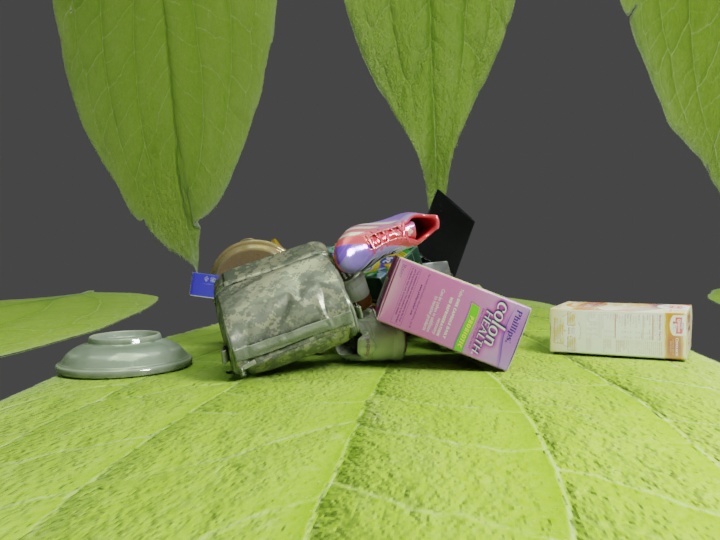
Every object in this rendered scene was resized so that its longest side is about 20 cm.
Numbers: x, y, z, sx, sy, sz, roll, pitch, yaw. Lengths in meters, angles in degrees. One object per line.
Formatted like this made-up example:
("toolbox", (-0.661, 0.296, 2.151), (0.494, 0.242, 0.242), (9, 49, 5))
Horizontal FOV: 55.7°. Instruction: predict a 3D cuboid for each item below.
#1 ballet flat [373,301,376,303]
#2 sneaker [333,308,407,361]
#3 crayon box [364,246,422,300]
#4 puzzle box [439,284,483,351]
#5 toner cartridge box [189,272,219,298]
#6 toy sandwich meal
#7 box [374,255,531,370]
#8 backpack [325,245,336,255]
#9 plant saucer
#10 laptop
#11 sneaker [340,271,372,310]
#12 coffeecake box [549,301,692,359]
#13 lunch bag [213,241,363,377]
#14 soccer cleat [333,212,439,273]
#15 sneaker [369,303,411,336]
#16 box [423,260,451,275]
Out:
("ballet flat", (0.065, 0.054, 1.314), (0.199, 0.057, 0.066), (-9, -14, -18))
("sneaker", (-0.010, 0.100, 1.082), (0.099, 0.076, 0.200), (-1, 2, -27))
("crayon box", (0.000, 0.000, 1.281), (0.199, 0.052, 0.126), (2, 30, 40))
("puzzle box", (0.183, 0.079, 1.222), (0.199, 0.026, 0.133), (-4, 40, -40))
("toner cartridge box", (-0.196, 0.038, 1.221), (0.198, 0.044, 0.095), (8, -4, -2))
("toy sandwich meal", (-0.191, 0.030, 1.310), (0.203, 0.207, 0.070), (-1, 21, 1))
("box", (0.129, 0.057, 1.024), (0.199, 0.097, 0.176), (20, 2, -1))
("backpack", (-0.103, 0.039, 1.464), (0.198, 0.179, 0.151), (-7, -2, 13))
("plant saucer", (-0.359, 0.122, 1.039), (0.198, 0.051, 0.200), (-2, 2, 0))
("laptop", (0.125, -0.048, 1.419), (0.199, 0.117, 0.187), (-22, -28, 26))
("sneaker", (-0.055, 0.027, 1.156), (0.073, 0.085, 0.200), (-39, 31, -22))
("coffeecake box", (0.422, 0.092, 1.100), (0.199, 0.074, 0.153), (1, 2, 28))
("lunch bag", (-0.109, 0.063, 0.978), (0.199, 0.140, 0.168), (-18, 21, -8))
("soccer cleat", (0.039, -0.048, 1.017), (0.076, 0.067, 0.199), (-17, 4, 43))
("sneaker", (0.017, 0.091, 1.226), (0.198, 0.076, 0.090), (4, 3, -8))
("box", (0.094, 0.052, 1.425), (0.157, 0.049, 0.200), (-5, -25, -7))
